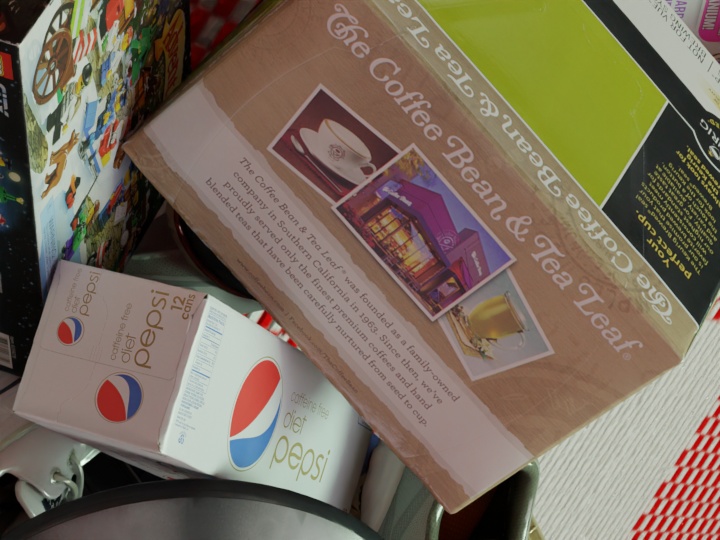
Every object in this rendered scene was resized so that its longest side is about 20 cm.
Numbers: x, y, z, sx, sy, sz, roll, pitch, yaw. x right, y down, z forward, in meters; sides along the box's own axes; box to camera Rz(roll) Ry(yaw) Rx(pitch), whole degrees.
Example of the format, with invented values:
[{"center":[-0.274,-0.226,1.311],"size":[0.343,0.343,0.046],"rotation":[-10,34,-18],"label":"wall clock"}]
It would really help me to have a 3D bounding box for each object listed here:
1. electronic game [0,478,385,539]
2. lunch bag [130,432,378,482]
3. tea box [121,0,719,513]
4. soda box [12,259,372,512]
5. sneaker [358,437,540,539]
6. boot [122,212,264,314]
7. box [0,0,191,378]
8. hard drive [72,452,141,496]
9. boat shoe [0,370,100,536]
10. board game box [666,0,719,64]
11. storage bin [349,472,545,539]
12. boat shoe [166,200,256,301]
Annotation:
[{"center":[-0.073,0.153,1.107],"size":[0.200,0.042,0.200],"rotation":[-5,134,-5],"label":"electronic game"},{"center":[-0.060,0.137,1.373],"size":[0.136,0.132,0.200],"rotation":[28,96,-45],"label":"lunch bag"},{"center":[0.045,-0.050,1.117],"size":[0.134,0.200,0.197],"rotation":[-37,-172,32],"label":"tea box"},{"center":[-0.060,0.054,1.110],"size":[0.200,0.068,0.064],"rotation":[37,68,-65],"label":"soda box"},{"center":[0.024,0.150,1.175],"size":[0.074,0.079,0.200],"rotation":[12,97,-25],"label":"sneaker"},{"center":[-0.057,-0.032,1.227],"size":[0.200,0.074,0.096],"rotation":[-6,101,-40],"label":"boot"},{"center":[-0.109,-0.068,1.051],"size":[0.200,0.038,0.137],"rotation":[93,21,-52],"label":"box"},{"center":[-0.152,0.173,1.233],"size":[0.033,0.140,0.200],"rotation":[13,113,-40],"label":"hard drive"},{"center":[-0.144,0.087,1.113],"size":[0.200,0.067,0.074],"rotation":[-32,146,-27],"label":"boat shoe"},{"center":[0.101,-0.113,1.298],"size":[0.200,0.040,0.153],"rotation":[7,130,-19],"label":"board game box"},{"center":[-0.003,0.187,1.289],"size":[0.200,0.094,0.199],"rotation":[-38,132,-13],"label":"storage bin"},{"center":[0.000,0.000,1.193],"size":[0.200,0.063,0.071],"rotation":[31,84,-42],"label":"boat shoe"}]
